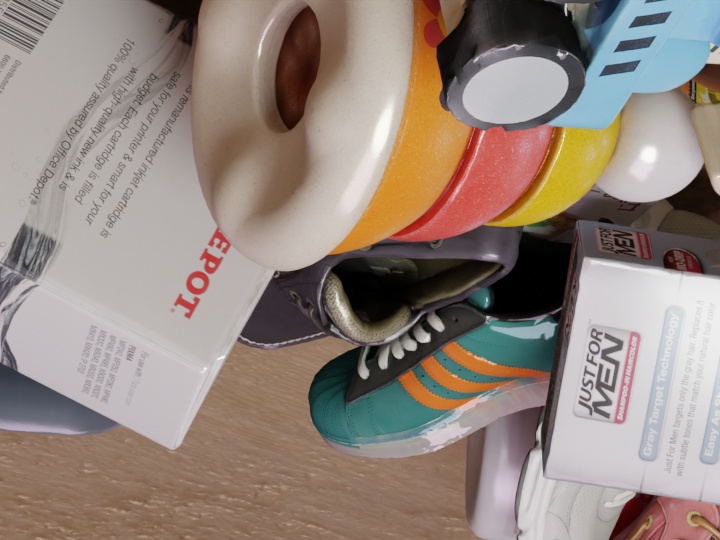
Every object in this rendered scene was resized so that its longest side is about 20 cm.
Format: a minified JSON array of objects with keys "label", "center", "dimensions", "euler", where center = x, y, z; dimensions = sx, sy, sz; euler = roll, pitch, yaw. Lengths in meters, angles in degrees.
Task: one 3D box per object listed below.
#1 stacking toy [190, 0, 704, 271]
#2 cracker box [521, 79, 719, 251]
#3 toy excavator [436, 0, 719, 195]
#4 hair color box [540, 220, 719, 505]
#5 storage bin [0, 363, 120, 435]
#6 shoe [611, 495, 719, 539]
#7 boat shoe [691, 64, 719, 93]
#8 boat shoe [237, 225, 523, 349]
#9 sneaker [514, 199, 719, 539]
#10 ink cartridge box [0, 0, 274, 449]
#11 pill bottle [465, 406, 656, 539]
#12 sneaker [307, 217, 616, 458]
[{"label":"stacking toy","center":[0.048,-0.065,1.016],"dimensions":[0.199,0.147,0.146],"euler":[7,152,-30]},{"label":"cracker box","center":[0.060,-0.056,1.198],"dimensions":[0.133,0.058,0.200],"euler":[17,148,-21]},{"label":"toy excavator","center":[0.113,-0.093,0.932],"dimensions":[0.199,0.100,0.195],"euler":[3,143,-20]},{"label":"hair color box","center":[0.180,0.047,1.128],"dimensions":[0.199,0.061,0.100],"euler":[9,107,-1]},{"label":"storage bin","center":[-0.196,-0.013,1.224],"dimensions":[0.199,0.135,0.146],"euler":[5,150,-1]},{"label":"shoe","center":[0.163,0.142,1.295],"dimensions":[0.071,0.091,0.200],"euler":[33,114,-17]},{"label":"boat shoe","center":[0.112,-0.132,1.040],"dimensions":[0.070,0.071,0.200],"euler":[22,176,37]},{"label":"boat shoe","center":[0.000,0.000,1.180],"dimensions":[0.072,0.065,0.200],"euler":[26,145,-32]},{"label":"sneaker","center":[0.136,0.067,1.268],"dimensions":[0.092,0.201,0.076],"euler":[20,-165,16]},{"label":"ink cartridge box","center":[-0.124,-0.041,1.100],"dimensions":[0.199,0.145,0.084],"euler":[28,148,1]},{"label":"pill bottle","center":[0.157,0.090,1.383],"dimensions":[0.199,0.113,0.112],"euler":[5,150,-3]},{"label":"sneaker","center":[0.051,0.024,1.217],"dimensions":[0.199,0.072,0.080],"euler":[-18,124,30]}]
